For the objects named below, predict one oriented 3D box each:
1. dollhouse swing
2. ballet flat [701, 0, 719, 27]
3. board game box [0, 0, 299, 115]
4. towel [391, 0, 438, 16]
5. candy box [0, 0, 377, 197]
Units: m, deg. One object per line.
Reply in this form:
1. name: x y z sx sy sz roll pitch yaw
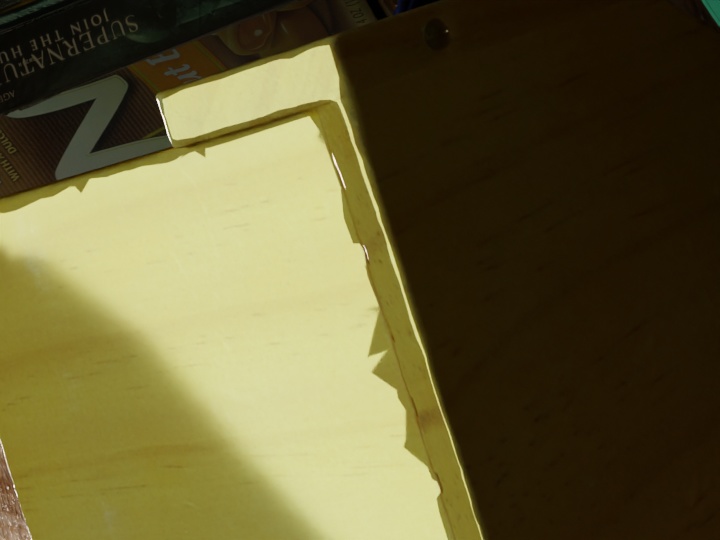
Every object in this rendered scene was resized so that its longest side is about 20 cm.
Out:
1. dollhouse swing: 0.012 0.030 0.853 0.176 0.181 0.201 -13 97 56
2. ballet flat: 0.137 -0.052 0.689 0.200 0.065 0.071 61 157 28
3. board game box: -0.071 -0.097 0.960 0.135 0.200 0.028 19 130 63
4. towel: 0.000 0.000 0.987 0.049 0.148 0.200 28 146 8
5. candy box: -0.093 -0.065 1.041 0.116 0.200 0.055 60 157 22
